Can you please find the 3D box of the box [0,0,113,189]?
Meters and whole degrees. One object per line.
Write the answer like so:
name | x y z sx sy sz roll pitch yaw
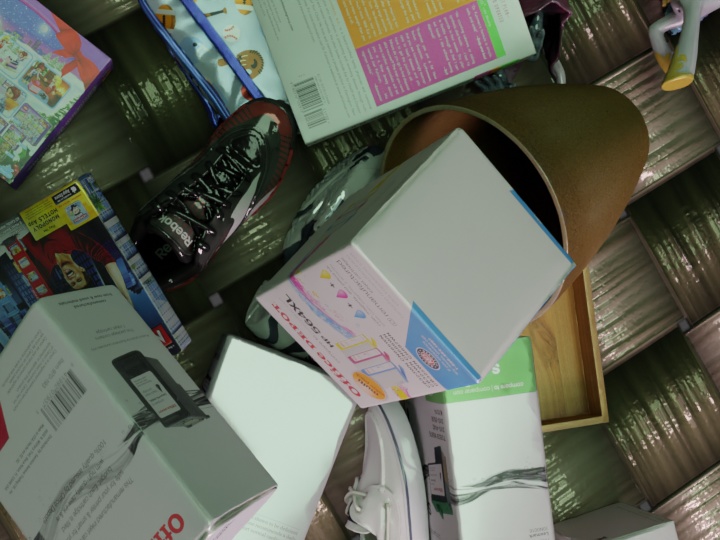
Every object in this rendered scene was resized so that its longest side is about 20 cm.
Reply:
box | -0.328 -0.183 0.873 0.200 0.039 0.137 38 81 -7

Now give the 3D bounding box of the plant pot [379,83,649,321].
plant pot | 0.149 -0.081 0.874 0.200 0.186 0.187 -32 94 -37

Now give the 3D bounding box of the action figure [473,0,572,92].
action figure | 0.155 -0.260 0.944 0.149 0.133 0.201 42 45 -44

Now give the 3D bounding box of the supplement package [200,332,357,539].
supplement package | -0.095 0.164 0.861 0.116 0.117 0.201 23 83 -8

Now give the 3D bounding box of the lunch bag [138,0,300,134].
lunch bag | -0.089 -0.206 0.901 0.160 0.076 0.200 -36 93 -1

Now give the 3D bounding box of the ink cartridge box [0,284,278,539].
ink cartridge box | -0.176 0.134 0.739 0.200 0.083 0.145 48 116 15

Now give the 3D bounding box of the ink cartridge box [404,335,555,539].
ink cartridge box | 0.096 0.158 0.885 0.084 0.146 0.201 -6 87 -11

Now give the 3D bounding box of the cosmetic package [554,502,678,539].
cosmetic package | 0.242 0.319 0.926 0.084 0.108 0.201 -13 91 -12

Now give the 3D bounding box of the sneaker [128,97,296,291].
sneaker | -0.124 -0.055 0.849 0.071 0.098 0.201 41 103 -5

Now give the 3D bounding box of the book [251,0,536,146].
book | 0.025 -0.199 0.844 0.199 0.048 0.134 -20 93 3

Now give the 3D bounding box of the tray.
tray | 0.163 0.045 0.961 0.098 0.037 0.201 -7 89 -12

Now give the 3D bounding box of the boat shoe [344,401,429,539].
boat shoe | 0.017 0.210 0.908 0.065 0.072 0.201 -7 97 -16

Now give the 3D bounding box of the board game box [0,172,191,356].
board game box | -0.232 0.048 0.833 0.199 0.062 0.200 -25 103 22

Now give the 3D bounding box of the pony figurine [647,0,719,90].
pony figurine | 0.343 -0.269 0.960 0.192 0.167 0.201 -12 71 14

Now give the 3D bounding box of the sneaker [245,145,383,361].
sneaker | 0.000 0.000 0.913 0.129 0.079 0.200 37 62 -23

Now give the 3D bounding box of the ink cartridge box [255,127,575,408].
ink cartridge box | 0.028 0.010 0.769 0.129 0.200 0.125 47 62 -8
